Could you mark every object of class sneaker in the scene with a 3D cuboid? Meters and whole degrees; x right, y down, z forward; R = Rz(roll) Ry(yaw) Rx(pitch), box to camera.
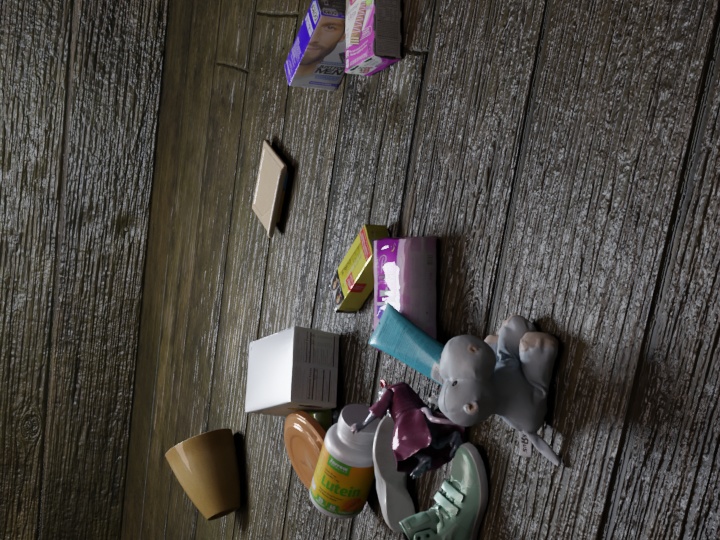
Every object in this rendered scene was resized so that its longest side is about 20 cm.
[{"bbox_3d":[0.123,0.362,1.437,0.074,0.118,0.201,-156,71,-65],"label":"sneaker"},{"bbox_3d":[0.051,0.353,1.657,0.088,0.075,0.201,156,113,-75],"label":"sneaker"}]

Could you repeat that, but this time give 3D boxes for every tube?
[{"bbox_3d":[0.095,0.129,1.506,0.200,0.050,0.078,32,97,36],"label":"tube"}]

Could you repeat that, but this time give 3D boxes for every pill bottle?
[{"bbox_3d":[-0.021,0.351,1.750,0.111,0.111,0.201,-123,42,-51],"label":"pill bottle"}]

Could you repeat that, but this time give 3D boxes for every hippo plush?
[{"bbox_3d":[0.168,0.161,1.303,0.159,0.160,0.201,178,93,-64],"label":"hippo plush"}]

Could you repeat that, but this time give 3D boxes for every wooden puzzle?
[{"bbox_3d":[-0.218,-0.201,2.306,0.200,0.037,0.186,-122,41,-57],"label":"wooden puzzle"}]

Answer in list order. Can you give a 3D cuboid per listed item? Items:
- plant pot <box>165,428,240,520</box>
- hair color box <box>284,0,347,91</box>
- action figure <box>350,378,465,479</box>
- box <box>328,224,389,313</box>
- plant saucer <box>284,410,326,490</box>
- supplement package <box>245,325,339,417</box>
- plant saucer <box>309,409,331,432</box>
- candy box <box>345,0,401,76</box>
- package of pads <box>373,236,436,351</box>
[{"bbox_3d":[-0.394,0.546,2.485,0.186,0.186,0.201,-50,57,53],"label":"plant pot"},{"bbox_3d":[-0.070,-0.457,1.916,0.200,0.109,0.065,123,141,-48],"label":"hair color box"},{"bbox_3d":[0.075,0.234,1.532,0.200,0.133,0.149,57,137,47],"label":"action figure"},{"bbox_3d":[0.000,0.000,1.802,0.200,0.050,0.076,124,141,-48],"label":"box"},{"bbox_3d":[-0.100,0.384,1.927,0.200,0.032,0.201,39,140,42],"label":"plant saucer"},{"bbox_3d":[-0.145,0.216,1.974,0.200,0.111,0.156,-23,60,54],"label":"supplement package"},{"bbox_3d":[-0.115,0.323,2.050,0.200,0.031,0.201,-179,90,-65],"label":"plant saucer"},{"bbox_3d":[0.023,-0.482,1.775,0.136,0.061,0.201,173,99,-65],"label":"candy box"},{"bbox_3d":[0.076,0.042,1.610,0.120,0.075,0.201,-3,85,61],"label":"package of pads"}]
